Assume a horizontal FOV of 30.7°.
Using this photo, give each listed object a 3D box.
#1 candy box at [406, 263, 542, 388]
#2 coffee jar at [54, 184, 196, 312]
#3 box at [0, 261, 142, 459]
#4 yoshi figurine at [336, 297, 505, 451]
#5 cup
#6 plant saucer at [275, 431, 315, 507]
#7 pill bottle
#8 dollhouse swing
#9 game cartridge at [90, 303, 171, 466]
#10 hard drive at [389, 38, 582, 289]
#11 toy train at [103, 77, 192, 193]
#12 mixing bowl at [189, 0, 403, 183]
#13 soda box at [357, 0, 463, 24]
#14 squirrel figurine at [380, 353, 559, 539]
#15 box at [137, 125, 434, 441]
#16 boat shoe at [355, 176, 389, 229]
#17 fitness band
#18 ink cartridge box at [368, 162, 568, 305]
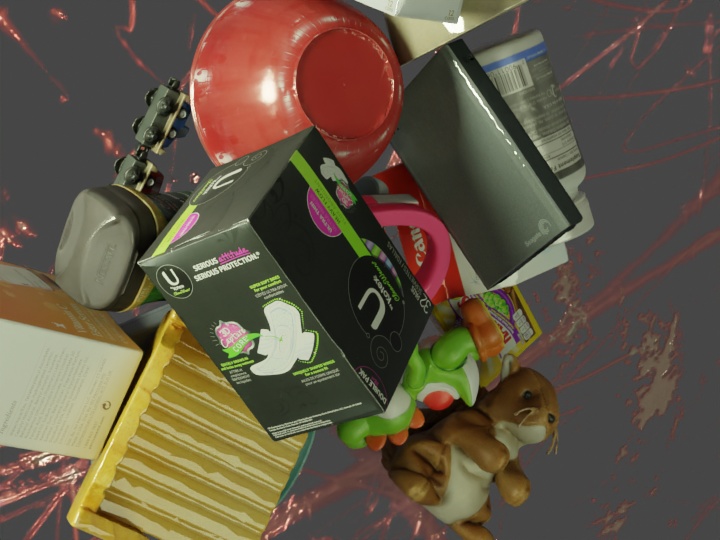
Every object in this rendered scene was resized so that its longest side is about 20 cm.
[{"bbox_3d":[0.126,0.036,1.448,0.102,0.026,0.200,-41,128,-9],"label":"candy box"},{"bbox_3d":[-0.169,-0.021,1.144,0.200,0.085,0.104,-4,122,-55],"label":"coffee jar"},{"bbox_3d":[-0.310,0.061,1.082,0.200,0.152,0.106,18,103,-39],"label":"box"},{"bbox_3d":[0.047,0.099,1.372,0.200,0.112,0.112,-36,115,-4],"label":"yoshi figurine"},{"bbox_3d":[0.092,-0.292,1.174,0.200,0.200,0.143,-30,98,-18],"label":"cup"},{"bbox_3d":[-0.119,0.173,1.312,0.200,0.036,0.200,-33,135,-41],"label":"plant saucer"},{"bbox_3d":[0.153,-0.123,1.279,0.114,0.114,0.200,-24,101,-23],"label":"pill bottle"},{"bbox_3d":[-0.133,0.162,1.145,0.176,0.182,0.200,28,77,-9],"label":"dollhouse swing"},{"bbox_3d":[-0.198,0.130,1.252,0.133,0.040,0.200,-21,126,-35],"label":"game cartridge"},{"bbox_3d":[0.108,-0.096,1.226,0.033,0.200,0.140,-28,171,-36],"label":"hard drive"},{"bbox_3d":[-0.199,-0.077,1.166,0.046,0.034,0.200,18,102,-42],"label":"toy train"},{"bbox_3d":[-0.038,-0.157,1.145,0.200,0.108,0.201,-1,92,-28],"label":"mixing bowl"},{"bbox_3d":[0.005,-0.263,1.102,0.068,0.200,0.064,-1,113,-36],"label":"soda box"},{"bbox_3d":[0.121,0.174,1.414,0.142,0.200,0.187,41,87,-24],"label":"squirrel figurine"},{"bbox_3d":[-0.056,0.012,1.085,0.200,0.124,0.149,56,37,-23],"label":"box"},{"bbox_3d":[-0.007,0.003,1.316,0.091,0.071,0.200,18,109,-37],"label":"boat shoe"},{"bbox_3d":[0.000,0.000,1.243,0.200,0.037,0.144,-6,121,-36],"label":"fitness band"},{"bbox_3d":[0.109,-0.051,1.353,0.200,0.047,0.160,-24,107,-25],"label":"ink cartridge box"}]
